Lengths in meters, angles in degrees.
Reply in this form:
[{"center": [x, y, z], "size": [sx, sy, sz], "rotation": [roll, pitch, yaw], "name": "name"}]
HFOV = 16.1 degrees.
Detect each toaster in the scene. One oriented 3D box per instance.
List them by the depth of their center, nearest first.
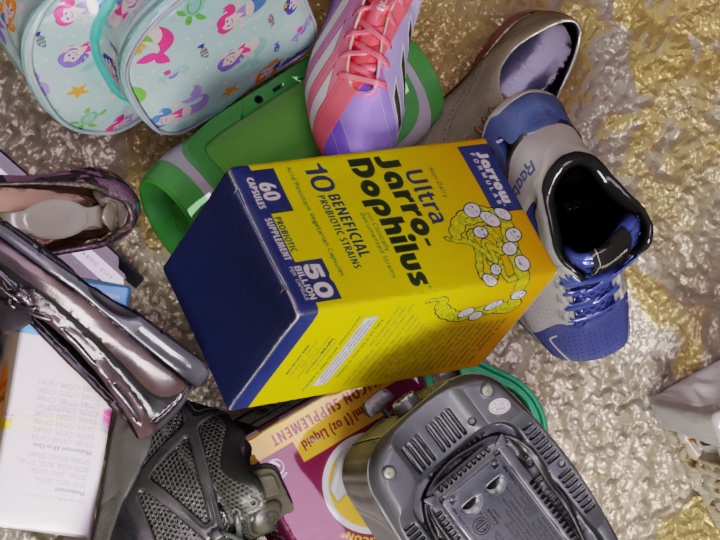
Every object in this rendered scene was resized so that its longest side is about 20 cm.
[{"center": [0.075, 0.155, 1.572], "size": [0.114, 0.129, 0.200], "rotation": [-40, 98, -11], "name": "toaster"}]

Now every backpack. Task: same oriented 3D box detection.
[{"center": [-0.133, -0.176, 1.603], "size": [0.200, 0.178, 0.151], "rotation": [-29, 61, -6], "name": "backpack"}]

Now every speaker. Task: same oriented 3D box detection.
[{"center": [-0.044, -0.080, 1.658], "size": [0.200, 0.088, 0.088], "rotation": [-34, 97, -22], "name": "speaker"}]

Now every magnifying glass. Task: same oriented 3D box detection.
[{"center": [0.052, 0.065, 1.729], "size": [0.080, 0.022, 0.200], "rotation": [-40, 100, -9], "name": "magnifying glass"}]

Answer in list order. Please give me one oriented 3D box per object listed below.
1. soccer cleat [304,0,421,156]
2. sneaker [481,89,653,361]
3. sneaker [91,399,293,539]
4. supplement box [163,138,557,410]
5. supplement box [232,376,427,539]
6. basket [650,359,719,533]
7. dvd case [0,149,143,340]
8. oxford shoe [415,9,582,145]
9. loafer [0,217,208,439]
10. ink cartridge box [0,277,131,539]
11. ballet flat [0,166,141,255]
[{"center": [0.010, -0.159, 1.613], "size": [0.067, 0.076, 0.200], "rotation": [15, 67, -8], "name": "soccer cleat"}, {"center": [0.140, -0.010, 1.667], "size": [0.081, 0.115, 0.200], "rotation": [-24, 125, -10], "name": "sneaker"}, {"center": [-0.106, 0.175, 1.559], "size": [0.114, 0.076, 0.200], "rotation": [6, 67, 9], "name": "sneaker"}, {"center": [0.000, 0.000, 1.575], "size": [0.200, 0.110, 0.109], "rotation": [-9, 61, -36], "name": "supplement box"}, {"center": [0.009, 0.164, 1.676], "size": [0.131, 0.103, 0.200], "rotation": [-30, 97, -12], "name": "supplement box"}, {"center": [0.322, 0.103, 1.729], "size": [0.200, 0.136, 0.123], "rotation": [-27, 98, -11], "name": "basket"}, {"center": [-0.261, 0.030, 1.660], "size": [0.149, 0.016, 0.200], "rotation": [42, 82, -9], "name": "dvd case"}, {"center": [0.079, -0.094, 1.705], "size": [0.071, 0.074, 0.200], "rotation": [32, 83, -11], "name": "oxford shoe"}, {"center": [-0.185, 0.026, 1.517], "size": [0.200, 0.072, 0.063], "rotation": [36, 86, -12], "name": "loafer"}, {"center": [-0.199, 0.102, 1.606], "size": [0.068, 0.115, 0.200], "rotation": [9, 88, -13], "name": "ink cartridge box"}, {"center": [-0.237, -0.030, 1.620], "size": [0.200, 0.071, 0.069], "rotation": [-8, 93, -12], "name": "ballet flat"}]
